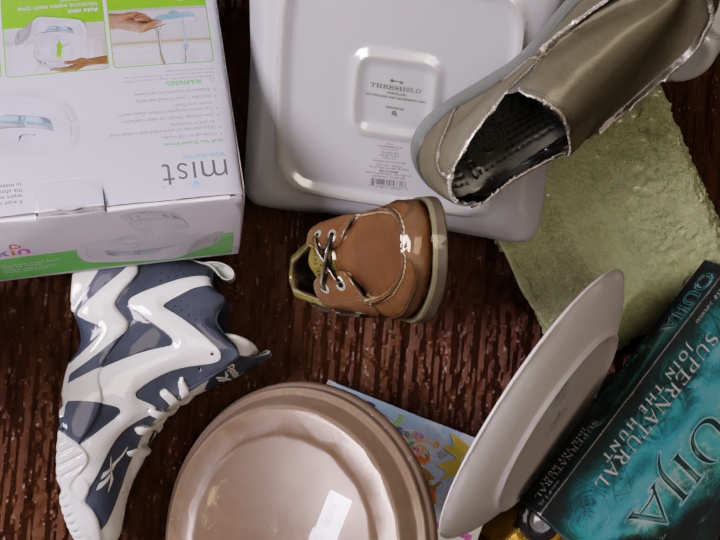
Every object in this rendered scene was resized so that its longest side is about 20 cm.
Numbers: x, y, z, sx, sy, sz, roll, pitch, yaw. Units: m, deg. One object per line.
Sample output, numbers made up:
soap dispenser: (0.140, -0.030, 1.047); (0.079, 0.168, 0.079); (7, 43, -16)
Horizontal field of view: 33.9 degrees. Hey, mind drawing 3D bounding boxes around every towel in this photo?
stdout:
towel: (0.161, -0.034, 0.788); (0.147, 0.037, 0.201); (-24, 117, 21)

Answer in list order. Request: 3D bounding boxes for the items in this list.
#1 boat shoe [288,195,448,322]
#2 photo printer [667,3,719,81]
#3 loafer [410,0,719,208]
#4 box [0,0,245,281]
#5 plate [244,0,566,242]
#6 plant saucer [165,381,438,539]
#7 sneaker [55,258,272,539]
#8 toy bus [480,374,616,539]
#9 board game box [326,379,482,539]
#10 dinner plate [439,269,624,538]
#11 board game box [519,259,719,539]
boat shoe: (0.000, 0.000, 0.730); (0.067, 0.200, 0.073); (1, 79, -13)
photo printer: (0.189, -0.237, 0.738); (0.166, 0.069, 0.201); (37, 62, -3)
loafer: (0.118, -0.097, 0.660); (0.199, 0.070, 0.075); (-38, 118, 18)
box: (-0.180, -0.095, 0.725); (0.198, 0.097, 0.178); (-7, 70, -11)
plate: (0.023, -0.111, 0.723); (0.197, 0.032, 0.202); (8, 121, 6)
plant saucer: (-0.046, 0.171, 0.750); (0.198, 0.029, 0.202); (-4, 80, 26)
sneaker: (-0.123, 0.081, 0.767); (0.128, 0.080, 0.201); (3, 78, -2)
toy bus: (0.177, 0.136, 0.831); (0.200, 0.065, 0.078); (-45, 99, -8)
board game box: (0.005, 0.194, 0.812); (0.133, 0.034, 0.202); (21, 85, -10)
dinner plate: (0.116, 0.090, 0.742); (0.024, 0.200, 0.201); (32, 82, 22)
board game box: (0.212, 0.113, 0.782); (0.135, 0.028, 0.201); (41, 85, -25)
